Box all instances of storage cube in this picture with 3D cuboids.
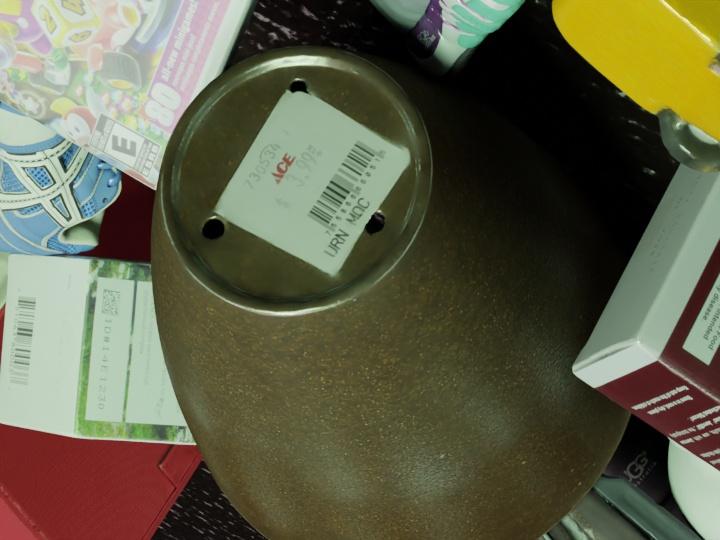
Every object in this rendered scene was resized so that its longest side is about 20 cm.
[{"bbox_3d":[-0.185,0.037,1.307,0.170,0.201,0.180,15,150,37],"label":"storage cube"}]

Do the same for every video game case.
[{"bbox_3d":[-0.131,-0.127,0.901,0.199,0.018,0.144,30,133,3],"label":"video game case"}]

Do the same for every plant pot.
[{"bbox_3d":[0.000,0.000,0.913,0.186,0.188,0.200,23,168,18],"label":"plant pot"}]

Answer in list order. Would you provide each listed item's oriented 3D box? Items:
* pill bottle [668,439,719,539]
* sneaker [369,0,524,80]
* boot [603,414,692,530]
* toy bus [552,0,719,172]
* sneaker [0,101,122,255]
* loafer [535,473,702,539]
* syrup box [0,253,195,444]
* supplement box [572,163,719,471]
[{"bbox_3d":[0.196,0.089,1.008,0.200,0.111,0.110,41,158,-30],"label":"pill bottle"},{"bbox_3d":[0.024,-0.122,0.801,0.087,0.075,0.200,36,161,-3],"label":"sneaker"},{"bbox_3d":[0.085,0.048,1.121,0.162,0.073,0.198,44,-179,0],"label":"boot"},{"bbox_3d":[0.156,-0.053,0.766,0.199,0.079,0.065,31,160,-3],"label":"toy bus"},{"bbox_3d":[-0.129,-0.069,1.035,0.076,0.076,0.200,12,151,-9],"label":"sneaker"},{"bbox_3d":[0.053,0.091,1.009,0.199,0.063,0.072,34,154,21],"label":"loafer"},{"bbox_3d":[-0.060,0.039,1.170,0.199,0.079,0.081,6,179,-35],"label":"syrup box"},{"bbox_3d":[0.188,0.041,0.907,0.199,0.109,0.061,34,159,-8],"label":"supplement box"}]
